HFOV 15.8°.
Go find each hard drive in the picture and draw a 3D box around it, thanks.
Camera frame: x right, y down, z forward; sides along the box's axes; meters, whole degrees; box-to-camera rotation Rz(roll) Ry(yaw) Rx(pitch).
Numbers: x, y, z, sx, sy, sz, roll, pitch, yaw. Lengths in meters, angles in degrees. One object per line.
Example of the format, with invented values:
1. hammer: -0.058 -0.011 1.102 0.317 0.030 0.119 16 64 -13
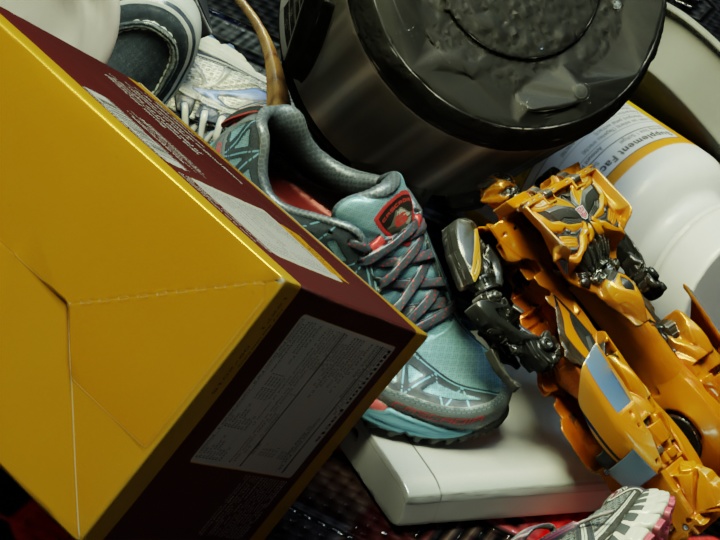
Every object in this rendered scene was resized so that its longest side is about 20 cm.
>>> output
1. hard drive: 0.079 0.076 1.322 0.199 0.027 0.132 -1 34 -30

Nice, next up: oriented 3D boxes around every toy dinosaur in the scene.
1. toy dinosaur: -0.042 -0.063 1.388 0.060 0.107 0.201 -12 43 13

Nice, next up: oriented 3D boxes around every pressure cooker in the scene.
1. pressure cooker: 0.049 -0.127 1.355 0.175 0.200 0.180 -26 89 -19

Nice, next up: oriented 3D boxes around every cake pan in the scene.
1. cake pan: 0.209 -0.066 1.502 0.037 0.201 0.200 -37 47 -6

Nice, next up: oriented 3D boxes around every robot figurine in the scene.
1. robot figurine: 0.126 0.031 1.275 0.201 0.058 0.145 56 38 4

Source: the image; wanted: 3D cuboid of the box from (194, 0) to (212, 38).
1. box: -0.190 -0.186 1.470 0.181 0.105 0.200 -21 32 5

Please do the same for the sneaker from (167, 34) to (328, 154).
1. sneaker: -0.073 -0.078 1.460 0.198 0.077 0.085 11 33 -9

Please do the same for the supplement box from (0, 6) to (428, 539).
1. supplement box: -0.107 0.007 1.119 0.197 0.133 0.200 41 6 19

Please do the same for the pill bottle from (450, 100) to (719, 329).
1. pill bottle: 0.137 -0.037 1.453 0.111 0.112 0.200 -13 39 -42

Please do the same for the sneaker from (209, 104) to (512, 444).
1. sneaker: 0.000 0.000 1.256 0.200 0.096 0.079 40 40 3

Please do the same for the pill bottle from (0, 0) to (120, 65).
1. pill bottle: -0.190 -0.157 1.260 0.110 0.112 0.200 4 25 -22

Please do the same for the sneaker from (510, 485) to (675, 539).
1. sneaker: 0.080 0.143 1.150 0.074 0.081 0.200 26 31 21

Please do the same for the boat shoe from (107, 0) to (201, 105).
1. boat shoe: -0.158 -0.060 1.288 0.071 0.200 0.091 43 26 -23
